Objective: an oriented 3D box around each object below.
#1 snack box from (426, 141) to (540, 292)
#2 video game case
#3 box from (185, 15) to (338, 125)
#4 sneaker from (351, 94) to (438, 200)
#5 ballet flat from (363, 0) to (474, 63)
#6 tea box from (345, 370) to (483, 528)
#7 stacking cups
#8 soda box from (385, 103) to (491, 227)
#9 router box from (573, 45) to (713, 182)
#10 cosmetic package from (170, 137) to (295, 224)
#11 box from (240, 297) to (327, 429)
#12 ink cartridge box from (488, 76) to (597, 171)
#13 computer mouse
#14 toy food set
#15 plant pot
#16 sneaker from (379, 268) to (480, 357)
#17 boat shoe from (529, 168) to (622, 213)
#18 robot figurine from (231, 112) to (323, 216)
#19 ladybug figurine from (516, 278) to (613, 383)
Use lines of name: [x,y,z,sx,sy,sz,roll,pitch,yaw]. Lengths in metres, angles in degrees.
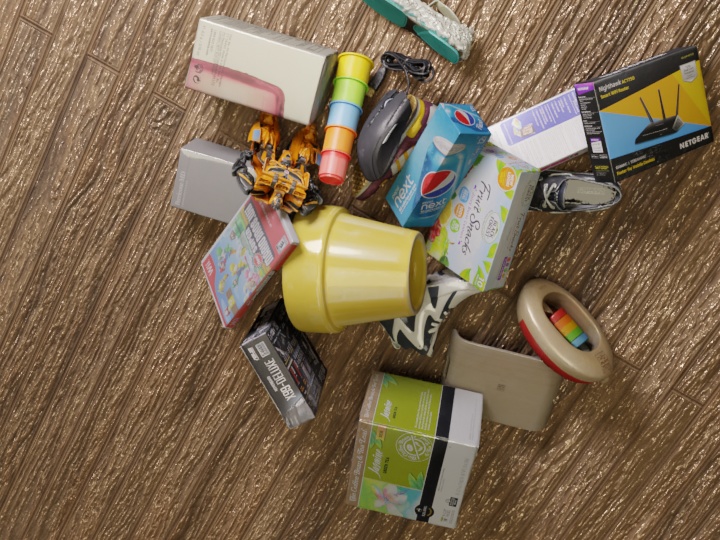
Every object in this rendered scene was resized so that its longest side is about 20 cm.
snack box: [0.184,-0.089,1.358,0.142,0.053,0.201,37,124,40]
video game case: [-0.175,-0.027,1.360,0.017,0.143,0.200,12,130,-41]
box: [-0.148,-0.309,1.349,0.199,0.128,0.109,18,109,2]
sneaker: [0.063,-0.178,1.389,0.090,0.075,0.200,19,128,-27]
ballet flat: [0.088,-0.391,1.335,0.200,0.072,0.072,35,108,-6]
tea box: [0.089,0.300,1.476,0.196,0.134,0.201,11,123,6]
stacking cups: [-0.026,-0.229,1.348,0.060,0.061,0.201,10,79,4]
soda box: [0.116,-0.157,1.339,0.064,0.068,0.200,-5,142,-32]
router box: [0.417,-0.229,1.289,0.199,0.051,0.150,-23,105,-21]
cosmetic package: [-0.197,-0.134,1.430,0.199,0.090,0.107,14,112,0]
box: [-0.120,0.146,1.444,0.050,0.200,0.158,-27,102,10]
ink cartridge box: [0.289,-0.210,1.353,0.199,0.037,0.095,-24,78,16]
computer mouse: [0.026,-0.244,1.341,0.046,0.140,0.201,16,107,-35]
toy food set: [0.239,0.182,1.490,0.199,0.060,0.144,13,119,5]
plant pot: [0.000,0.000,1.371,0.188,0.201,0.202,2,107,16]
sneaker: [0.126,0.077,1.455,0.198,0.080,0.130,-16,105,12]
boat shoe: [0.307,-0.121,1.377,0.199,0.068,0.072,4,107,7]
robot figurine: [-0.119,-0.166,1.340,0.144,0.200,0.058,19,129,-17]
ladybug figurine: [0.322,0.105,1.411,0.200,0.135,0.072,54,136,17]
